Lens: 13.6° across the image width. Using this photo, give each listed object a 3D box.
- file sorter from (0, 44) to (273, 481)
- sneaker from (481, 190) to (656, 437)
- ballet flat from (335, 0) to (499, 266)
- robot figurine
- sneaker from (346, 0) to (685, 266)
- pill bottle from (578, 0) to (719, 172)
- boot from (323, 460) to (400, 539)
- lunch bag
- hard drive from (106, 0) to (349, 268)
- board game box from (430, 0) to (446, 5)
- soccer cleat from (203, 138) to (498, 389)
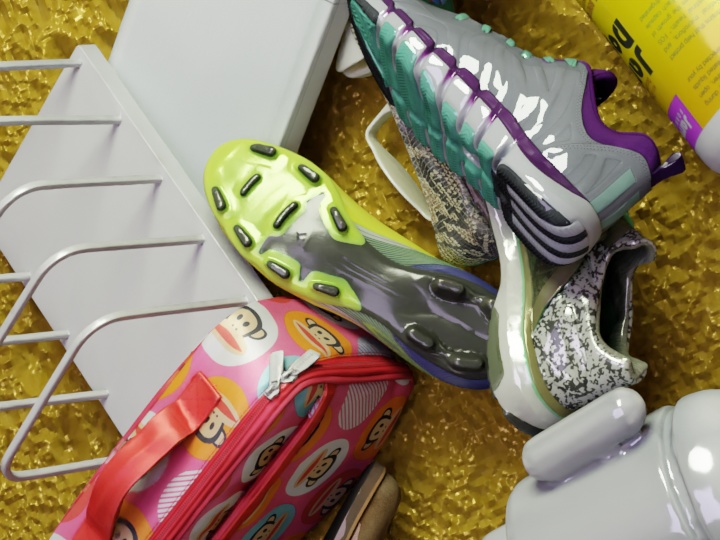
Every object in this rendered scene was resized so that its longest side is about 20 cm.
[{"bbox_3d":[-0.171,-0.004,1.644,0.200,0.124,0.139,54,128,28],"label":"file sorter"},{"bbox_3d":[0.117,-0.016,1.552,0.088,0.077,0.201,-15,69,35],"label":"sneaker"},{"bbox_3d":[0.028,-0.094,1.623,0.075,0.068,0.201,-27,81,39],"label":"ballet flat"},{"bbox_3d":[0.153,0.133,1.534,0.199,0.113,0.170,-28,119,23],"label":"robot figurine"},{"bbox_3d":[0.076,-0.090,1.537,0.087,0.075,0.200,-33,62,-15],"label":"sneaker"},{"bbox_3d":[0.187,-0.120,1.512,0.104,0.104,0.200,-42,73,20],"label":"pill bottle"},{"bbox_3d":[-0.005,0.202,1.645,0.075,0.074,0.201,19,103,4],"label":"boot"},{"bbox_3d":[-0.077,0.103,1.608,0.082,0.176,0.200,45,109,22],"label":"lunch bag"},{"bbox_3d":[-0.082,-0.107,1.659,0.132,0.027,0.201,37,119,29],"label":"hard drive"},{"bbox_3d":[0.010,-0.271,1.593,0.199,0.056,0.196,29,80,22],"label":"board game box"},{"bbox_3d":[0.000,0.001,1.612,0.200,0.084,0.065,33,84,9],"label":"soccer cleat"}]
